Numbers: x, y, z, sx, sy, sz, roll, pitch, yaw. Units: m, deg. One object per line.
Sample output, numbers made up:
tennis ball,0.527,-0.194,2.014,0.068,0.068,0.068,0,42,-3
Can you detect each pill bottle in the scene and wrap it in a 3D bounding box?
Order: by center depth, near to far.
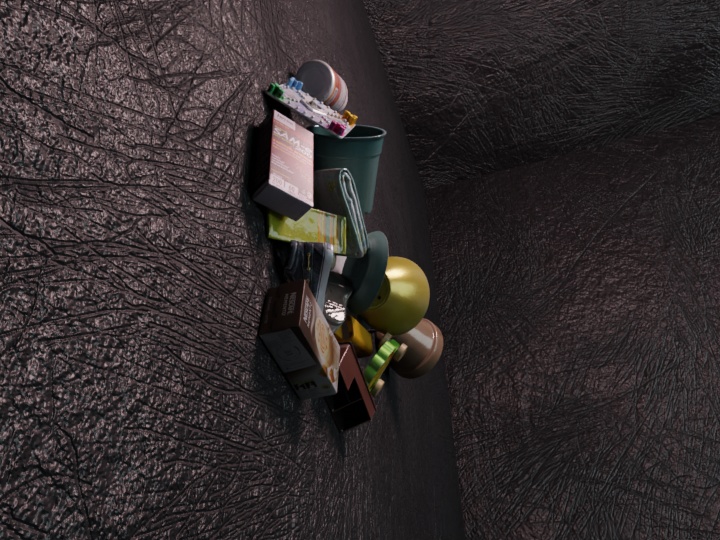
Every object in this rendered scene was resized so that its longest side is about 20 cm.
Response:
pill bottle,-0.098,-0.489,1.621,0.200,0.110,0.115,-13,91,-77

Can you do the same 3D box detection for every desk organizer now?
desk organizer,-0.034,0.260,1.311,0.077,0.070,0.203,-60,138,-51

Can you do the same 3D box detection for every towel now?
towel,-0.106,-0.090,1.222,0.198,0.018,0.088,12,68,-41
towel,-0.067,-0.128,1.360,0.048,0.169,0.204,-26,110,-39

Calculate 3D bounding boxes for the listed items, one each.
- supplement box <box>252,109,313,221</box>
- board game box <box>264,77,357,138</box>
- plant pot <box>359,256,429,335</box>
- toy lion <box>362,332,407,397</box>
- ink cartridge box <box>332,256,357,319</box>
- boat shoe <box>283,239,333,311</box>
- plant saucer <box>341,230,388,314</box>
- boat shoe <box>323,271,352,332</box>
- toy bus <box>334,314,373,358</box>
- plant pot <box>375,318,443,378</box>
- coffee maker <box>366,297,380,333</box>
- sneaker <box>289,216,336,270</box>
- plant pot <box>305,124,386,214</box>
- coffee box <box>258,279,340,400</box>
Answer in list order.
supplement box,-0.150,-0.210,1.186,0.108,0.061,0.203,25,47,-35
board game box,-0.107,-0.385,1.393,0.198,0.026,0.201,31,23,-4
plant pot,0.057,0.056,1.484,0.141,0.197,0.204,18,60,-63
toy lion,0.031,0.249,1.443,0.202,0.068,0.191,-61,169,26
ink cartridge box,-0.054,0.019,1.519,0.201,0.040,0.202,-84,158,-50
boat shoe,-0.116,0.034,1.207,0.071,0.089,0.204,-108,-152,-68
plant saucer,0.000,0.000,1.391,0.035,0.200,0.203,17,49,-24
boat shoe,-0.063,0.071,1.314,0.065,0.073,0.203,-60,-165,29
toy bus,-0.035,0.155,1.402,0.200,0.077,0.066,51,30,-63
plant pot,0.140,0.215,1.896,0.175,0.198,0.203,43,33,-38
coffee maker,0.046,0.036,1.703,0.193,0.132,0.203,-88,158,-65
sneaker,-0.114,-0.044,1.291,0.201,0.069,0.095,61,33,-47
plant pot,-0.038,-0.247,1.477,0.201,0.196,0.200,-69,163,-66
coffee box,-0.108,0.133,1.115,0.116,0.078,0.202,-88,161,-46
